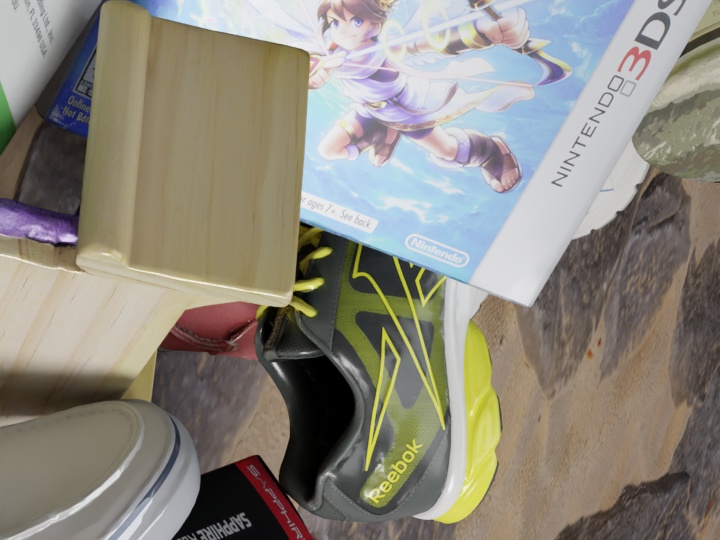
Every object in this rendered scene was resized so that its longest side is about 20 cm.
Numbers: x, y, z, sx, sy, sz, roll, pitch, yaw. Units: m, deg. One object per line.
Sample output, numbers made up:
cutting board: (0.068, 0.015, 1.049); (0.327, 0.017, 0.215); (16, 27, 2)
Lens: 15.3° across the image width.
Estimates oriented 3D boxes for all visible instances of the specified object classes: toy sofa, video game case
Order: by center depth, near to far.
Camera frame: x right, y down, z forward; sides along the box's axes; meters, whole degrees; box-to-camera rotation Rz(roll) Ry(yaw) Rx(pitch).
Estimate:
toy sofa: (-0.089, -0.003, 0.836); (0.200, 0.097, 0.083); (129, -30, -61)
video game case: (0.015, -0.100, 0.915); (0.182, 0.199, 0.046); (-61, -156, 20)

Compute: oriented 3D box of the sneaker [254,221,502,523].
sneaker: (0.000, 0.000, 1.008); (0.084, 0.074, 0.201); (-8, 87, -35)

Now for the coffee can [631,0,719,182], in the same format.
coffee can: (0.167, -0.158, 1.128); (0.146, 0.146, 0.201); (52, 28, -65)

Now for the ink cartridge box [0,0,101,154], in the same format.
ink cartridge box: (-0.119, -0.133, 0.752); (0.201, 0.083, 0.147); (-60, 155, -30)

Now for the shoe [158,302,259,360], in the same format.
shoe: (-0.027, 0.005, 1.073); (0.200, 0.091, 0.072); (-3, 107, -68)

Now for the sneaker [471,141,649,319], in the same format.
sneaker: (0.054, -0.034, 1.189); (0.200, 0.075, 0.087); (-45, 155, 17)

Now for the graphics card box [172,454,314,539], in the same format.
graphics card box: (-0.107, 0.131, 0.930); (0.125, 0.051, 0.200); (-38, 169, 21)

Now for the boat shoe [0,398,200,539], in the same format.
boat shoe: (-0.138, 0.083, 0.778); (0.199, 0.074, 0.067); (-30, 130, -19)
